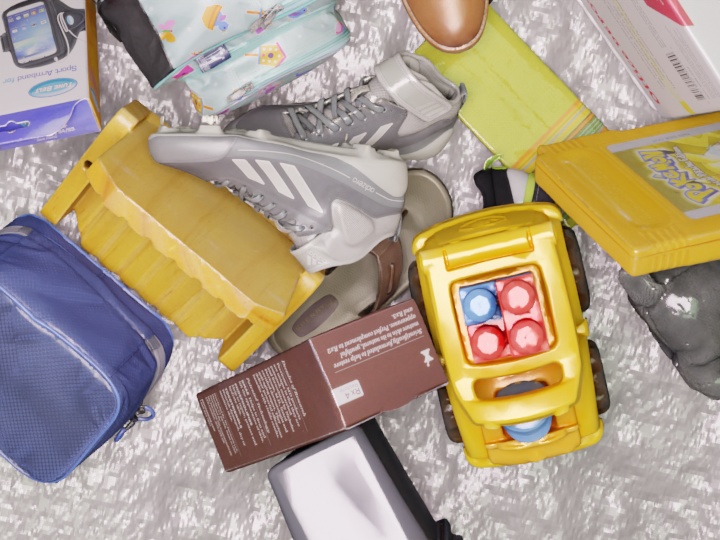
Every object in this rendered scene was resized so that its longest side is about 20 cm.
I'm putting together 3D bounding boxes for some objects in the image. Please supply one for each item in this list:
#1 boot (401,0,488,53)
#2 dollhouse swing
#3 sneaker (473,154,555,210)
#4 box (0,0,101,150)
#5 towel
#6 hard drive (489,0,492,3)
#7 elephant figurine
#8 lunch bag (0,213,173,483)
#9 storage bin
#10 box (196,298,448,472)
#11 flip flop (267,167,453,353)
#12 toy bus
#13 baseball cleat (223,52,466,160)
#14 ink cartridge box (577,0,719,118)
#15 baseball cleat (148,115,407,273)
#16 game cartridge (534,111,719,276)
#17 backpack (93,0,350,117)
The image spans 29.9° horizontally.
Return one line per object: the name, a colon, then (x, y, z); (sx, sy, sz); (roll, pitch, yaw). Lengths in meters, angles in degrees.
boot: (0.061, -0.267, 1.008); (0.076, 0.155, 0.201); (-3, 95, 1)
dollhouse swing: (-0.151, -0.001, 1.026); (0.200, 0.176, 0.182); (40, 121, -9)
sneaker: (0.099, 0.003, 1.121); (0.082, 0.072, 0.201); (18, 96, 4)
box: (-0.265, -0.161, 1.046); (0.118, 0.042, 0.201); (-11, 52, 0)
towel: (0.136, -0.133, 1.134); (0.086, 0.018, 0.200); (-45, 94, -2)
hard drive: (0.063, -0.331, 1.097); (0.200, 0.033, 0.140); (34, 94, -2)
elephant figurine: (0.322, -0.002, 1.093); (0.200, 0.155, 0.142); (-35, 90, 7)
lunch bag: (-0.248, 0.061, 1.084); (0.200, 0.132, 0.136); (42, 118, -6)
storage bin: (-0.010, 0.199, 1.084); (0.145, 0.200, 0.135); (-27, 85, 3)
box: (-0.035, 0.091, 1.023); (0.100, 0.200, 0.075); (-20, 87, -35)
flip flop: (0.000, 0.000, 1.122); (0.200, 0.058, 0.081); (-42, 95, 3)
toy bus: (0.113, 0.057, 0.992); (0.135, 0.192, 0.201); (-13, 94, 5)
baseball cleat: (-0.011, -0.128, 1.060); (0.199, 0.107, 0.070); (-10, 57, -28)
ink cartridge box: (0.250, -0.201, 1.036); (0.083, 0.200, 0.145); (-36, 96, -1)
baseball cleat: (-0.059, -0.053, 0.987); (0.199, 0.070, 0.107); (5, 93, -17)
game cartridge: (0.254, -0.067, 1.042); (0.199, 0.176, 0.033); (-11, 123, -18)
backpack: (-0.083, -0.217, 1.039); (0.200, 0.176, 0.154); (-35, 103, 6)
